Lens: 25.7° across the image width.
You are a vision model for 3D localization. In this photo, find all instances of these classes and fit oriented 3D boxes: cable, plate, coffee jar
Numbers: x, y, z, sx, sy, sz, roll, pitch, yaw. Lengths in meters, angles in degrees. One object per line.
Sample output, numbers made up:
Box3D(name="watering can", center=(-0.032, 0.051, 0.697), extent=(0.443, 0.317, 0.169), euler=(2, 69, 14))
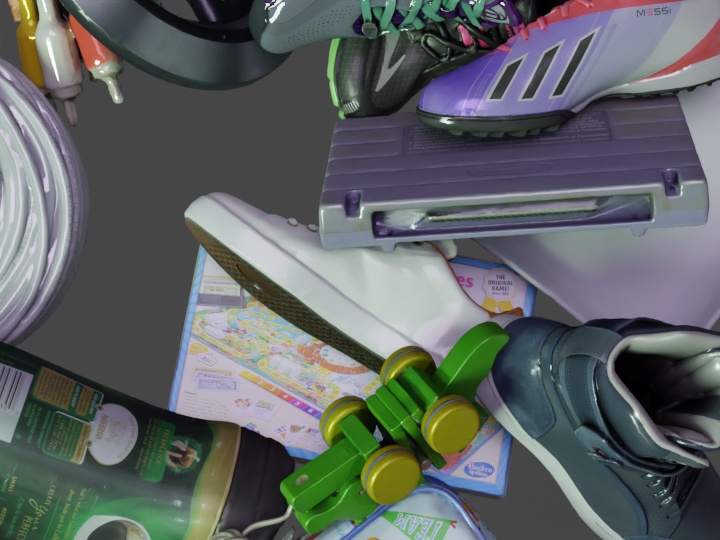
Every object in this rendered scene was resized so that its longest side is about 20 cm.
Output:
Box3D(name="cable", center=(-0.257, -0.035, 0.905), extent=(0.200, 0.069, 0.200), euler=(43, 87, 4))
Box3D(name="cable", center=(-0.183, -0.184, 0.904), extent=(0.050, 0.097, 0.201), euler=(-42, 116, -47))
Box3D(name="plate", center=(0.158, -0.061, 0.924), extent=(0.199, 0.032, 0.200), euler=(38, 76, 19))
Box3D(name="coffee jar", center=(-0.140, 0.111, 0.852), extent=(0.199, 0.104, 0.086), euler=(21, 45, -10))

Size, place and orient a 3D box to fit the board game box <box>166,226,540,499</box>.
Box3D(name="board game box", center=(-0.004, 0.049, 0.918), extent=(0.199, 0.034, 0.135), euler=(11, 80, 0))

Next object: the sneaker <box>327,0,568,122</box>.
Box3D(name="sneaker", center=(0.064, -0.155, 0.926), extent=(0.200, 0.084, 0.077), euler=(-40, 125, -7))

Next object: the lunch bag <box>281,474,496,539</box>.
Box3D(name="lunch bag", center=(0.027, 0.218, 0.858), extent=(0.160, 0.076, 0.200), euler=(-35, 91, -4))

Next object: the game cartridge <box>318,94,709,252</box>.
Box3D(name="game cartridge", center=(0.081, -0.055, 0.858), extent=(0.199, 0.130, 0.039), euler=(-3, 113, 6))

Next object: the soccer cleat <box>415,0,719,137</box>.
Box3D(name="soccer cleat", center=(0.119, -0.125, 0.870), extent=(0.199, 0.068, 0.074), euler=(-16, 115, -18))

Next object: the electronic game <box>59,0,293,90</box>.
Box3D(name="electronic game", center=(-0.110, -0.196, 0.907), extent=(0.199, 0.042, 0.201), euler=(21, 56, -34))

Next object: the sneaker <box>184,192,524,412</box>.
Box3D(name="sneaker", center=(0.000, 0.000, 0.878), extent=(0.199, 0.073, 0.085), euler=(32, 77, -7))

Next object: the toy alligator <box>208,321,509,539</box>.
Box3D(name="toy alligator", center=(0.004, 0.104, 0.817), extent=(0.200, 0.054, 0.059), euler=(-40, 41, -4))

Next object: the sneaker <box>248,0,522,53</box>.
Box3D(name="sneaker", center=(0.038, -0.159, 0.867), extent=(0.199, 0.074, 0.088), euler=(-29, 72, 1))

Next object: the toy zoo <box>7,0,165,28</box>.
Box3D(name="toy zoo", center=(-0.169, -0.232, 0.973), extent=(0.131, 0.020, 0.201), euler=(-17, 80, -4))

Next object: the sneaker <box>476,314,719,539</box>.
Box3D(name="sneaker", center=(0.166, 0.096, 0.829), extent=(0.202, 0.146, 0.077), euler=(40, 66, -25))
